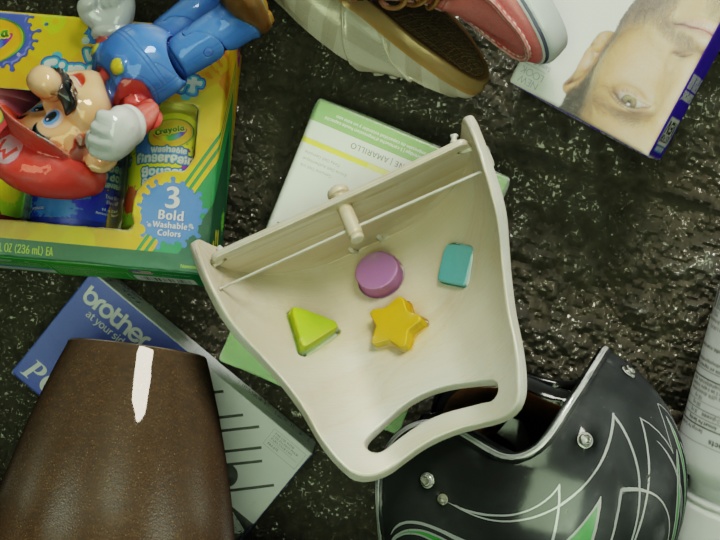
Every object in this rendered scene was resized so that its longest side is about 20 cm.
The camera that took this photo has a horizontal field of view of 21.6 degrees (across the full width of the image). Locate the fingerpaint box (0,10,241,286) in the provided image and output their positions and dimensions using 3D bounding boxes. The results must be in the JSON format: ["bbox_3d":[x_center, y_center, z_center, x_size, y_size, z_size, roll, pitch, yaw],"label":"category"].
[{"bbox_3d":[-0.188,-0.083,1.274,0.198,0.073,0.168,6,82,3],"label":"fingerpaint box"}]

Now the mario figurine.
[{"bbox_3d":[-0.155,-0.129,1.186,0.200,0.123,0.106,-43,94,-11],"label":"mario figurine"}]

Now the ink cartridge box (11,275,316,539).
[{"bbox_3d":[-0.137,0.097,1.328,0.200,0.044,0.094,40,96,-2],"label":"ink cartridge box"}]

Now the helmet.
[{"bbox_3d":[0.120,0.149,1.249,0.189,0.200,0.202,2,98,18],"label":"helmet"}]

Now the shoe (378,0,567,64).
[{"bbox_3d":[0.037,-0.190,1.216,0.091,0.072,0.200,-41,84,-18],"label":"shoe"}]

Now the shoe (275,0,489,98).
[{"bbox_3d":[-0.001,-0.175,1.282,0.199,0.070,0.053,36,127,2],"label":"shoe"}]

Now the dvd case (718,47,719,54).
[{"bbox_3d":[0.356,-0.175,1.275,0.150,0.025,0.200,45,98,-3],"label":"dvd case"}]

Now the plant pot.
[{"bbox_3d":[-0.160,0.150,1.236,0.185,0.187,0.202,6,83,2],"label":"plant pot"}]

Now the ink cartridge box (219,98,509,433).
[{"bbox_3d":[0.000,0.000,1.308,0.145,0.048,0.201,22,96,0],"label":"ink cartridge box"}]

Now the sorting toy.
[{"bbox_3d":[0.020,0.033,1.198,0.199,0.107,0.181,-24,64,6],"label":"sorting toy"}]

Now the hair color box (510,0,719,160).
[{"bbox_3d":[0.195,-0.187,1.254,0.109,0.065,0.201,29,100,13],"label":"hair color box"}]

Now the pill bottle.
[{"bbox_3d":[0.277,0.093,1.270,0.113,0.113,0.201,14,99,1],"label":"pill bottle"}]
